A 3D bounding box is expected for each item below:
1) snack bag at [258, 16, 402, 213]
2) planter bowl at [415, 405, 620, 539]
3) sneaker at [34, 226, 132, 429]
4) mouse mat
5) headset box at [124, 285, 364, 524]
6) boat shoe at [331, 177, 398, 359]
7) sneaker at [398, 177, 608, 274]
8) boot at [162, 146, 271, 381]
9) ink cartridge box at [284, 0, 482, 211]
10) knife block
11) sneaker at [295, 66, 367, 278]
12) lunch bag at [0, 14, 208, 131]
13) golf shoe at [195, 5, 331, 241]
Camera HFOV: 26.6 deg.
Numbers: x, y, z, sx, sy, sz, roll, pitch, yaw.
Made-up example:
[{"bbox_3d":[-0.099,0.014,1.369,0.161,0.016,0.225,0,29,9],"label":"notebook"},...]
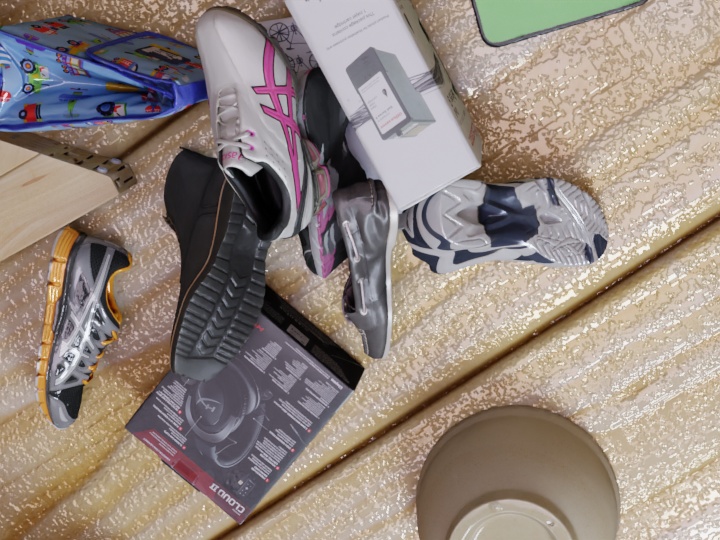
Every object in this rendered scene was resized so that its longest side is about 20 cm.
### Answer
[{"bbox_3d":[-0.042,-0.136,1.411,0.186,0.021,0.202,-6,103,9],"label":"snack bag"},{"bbox_3d":[0.144,0.243,1.417,0.198,0.135,0.203,2,104,7],"label":"planter bowl"},{"bbox_3d":[-0.268,0.061,1.468,0.076,0.078,0.202,8,109,-7],"label":"sneaker"},{"bbox_3d":[0.159,-0.312,1.344,0.159,0.008,0.202,-14,100,12],"label":"mouse mat"},{"bbox_3d":[-0.116,0.129,1.458,0.148,0.077,0.200,39,107,-1],"label":"headset box"},{"bbox_3d":[0.000,0.000,1.387,0.056,0.067,0.201,-4,130,-7],"label":"boat shoe"},{"bbox_3d":[0.117,-0.039,1.386,0.197,0.129,0.080,-3,89,-31],"label":"sneaker"},{"bbox_3d":[-0.148,-0.010,1.395,0.077,0.138,0.202,23,88,-41],"label":"boot"},{"bbox_3d":[0.026,-0.167,1.309,0.083,0.146,0.201,-27,100,11],"label":"ink cartridge box"},{"bbox_3d":[-0.330,-0.042,1.456,0.198,0.064,0.177,18,106,4],"label":"knife block"},{"bbox_3d":[-0.050,-0.095,1.384,0.086,0.080,0.202,14,122,36],"label":"sneaker"},{"bbox_3d":[-0.207,-0.166,1.348,0.198,0.151,0.095,8,105,14],"label":"lunch bag"},{"bbox_3d":[-0.088,-0.122,1.272,0.072,0.092,0.202,-15,108,31],"label":"golf shoe"}]
